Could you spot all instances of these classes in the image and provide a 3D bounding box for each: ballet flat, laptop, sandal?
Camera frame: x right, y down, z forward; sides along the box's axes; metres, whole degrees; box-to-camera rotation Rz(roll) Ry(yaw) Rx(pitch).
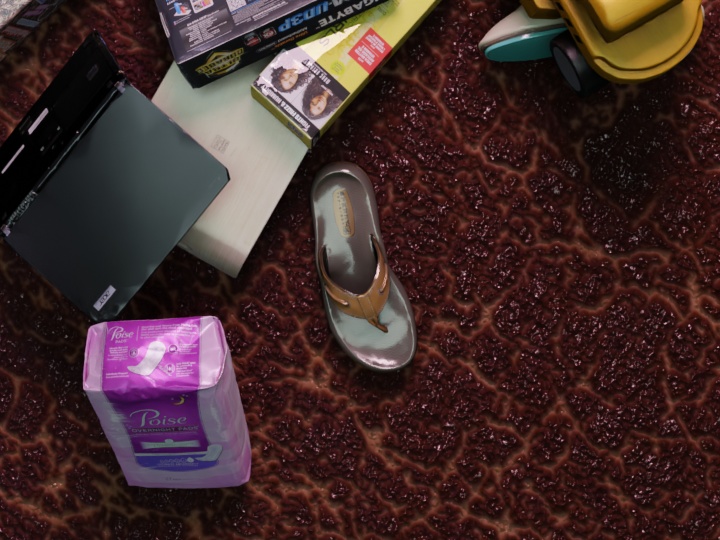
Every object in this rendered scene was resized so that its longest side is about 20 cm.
[{"bbox_3d":[0.201,-0.227,1.105,0.198,0.069,0.070,-5,99,0],"label":"ballet flat"},{"bbox_3d":[-0.231,-0.085,1.102,0.103,0.200,0.177,36,100,-36],"label":"laptop"},{"bbox_3d":[0.000,0.000,1.144,0.081,0.055,0.202,-10,99,3],"label":"sandal"}]

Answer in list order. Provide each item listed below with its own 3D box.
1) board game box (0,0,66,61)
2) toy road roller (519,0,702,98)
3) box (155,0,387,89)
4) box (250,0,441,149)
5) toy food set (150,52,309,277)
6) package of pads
[{"bbox_3d":[-0.333,-0.285,1.085,0.200,0.097,0.160,-41,96,7],"label":"board game box"},{"bbox_3d":[0.195,-0.246,0.995,0.122,0.146,0.201,-29,89,0],"label":"toy road roller"},{"bbox_3d":[-0.083,-0.265,1.069,0.199,0.046,0.160,-24,64,5],"label":"box"},{"bbox_3d":[-0.004,-0.205,1.089,0.075,0.050,0.200,42,83,-1],"label":"box"},{"bbox_3d":[-0.126,-0.113,1.134,0.143,0.060,0.201,30,90,-3],"label":"toy food set"},{"bbox_3d":[-0.165,0.123,1.108,0.120,0.201,0.076,-3,55,0],"label":"package of pads"}]
